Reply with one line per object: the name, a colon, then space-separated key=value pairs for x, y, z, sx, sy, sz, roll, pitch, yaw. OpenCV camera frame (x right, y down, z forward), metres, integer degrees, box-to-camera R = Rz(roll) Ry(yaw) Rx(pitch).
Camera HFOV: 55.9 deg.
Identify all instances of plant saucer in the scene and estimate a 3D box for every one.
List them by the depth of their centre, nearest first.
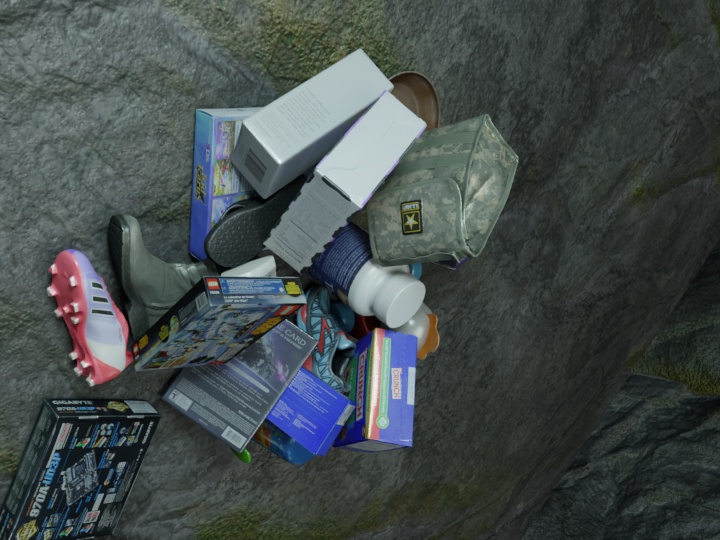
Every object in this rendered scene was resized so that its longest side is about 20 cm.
plant saucer: x=0.052 y=-0.227 z=1.107 sx=0.200 sy=0.037 sz=0.201 roll=-29 pitch=133 yaw=-36

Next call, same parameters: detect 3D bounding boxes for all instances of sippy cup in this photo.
sippy cup: x=-0.123 y=0.249 z=1.130 sx=0.178 sy=0.130 sz=0.140 roll=-55 pitch=143 yaw=-8

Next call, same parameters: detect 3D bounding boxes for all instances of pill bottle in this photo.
pill bottle: x=0.000 y=0.000 z=1.046 sx=0.111 sy=0.200 sz=0.111 roll=-33 pitch=143 yaw=-29

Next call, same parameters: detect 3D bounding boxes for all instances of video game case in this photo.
video game case: x=-0.145 y=-0.123 z=0.937 sx=0.181 sy=0.045 sz=0.200 roll=-16 pitch=124 yaw=-45
video game case: x=-0.177 y=0.147 z=1.010 sx=0.200 sy=0.143 sz=0.019 roll=-55 pitch=-179 yaw=-9

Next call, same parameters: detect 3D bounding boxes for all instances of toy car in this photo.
toy car: x=0.070 y=0.067 z=1.179 sx=0.184 sy=0.200 sz=0.177 roll=-1 pitch=114 yaw=-49

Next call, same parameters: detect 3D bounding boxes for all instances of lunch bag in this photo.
lunch bag: x=0.105 y=-0.098 z=0.943 sx=0.118 sy=0.164 sz=0.200 roll=41 pitch=57 yaw=-36

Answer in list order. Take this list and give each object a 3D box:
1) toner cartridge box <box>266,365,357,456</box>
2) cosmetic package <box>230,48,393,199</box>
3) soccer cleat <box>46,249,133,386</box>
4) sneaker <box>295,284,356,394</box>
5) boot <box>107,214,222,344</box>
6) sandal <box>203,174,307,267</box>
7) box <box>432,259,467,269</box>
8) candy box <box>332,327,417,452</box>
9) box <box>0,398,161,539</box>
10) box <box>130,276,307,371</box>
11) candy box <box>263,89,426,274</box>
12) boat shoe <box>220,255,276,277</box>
toner cartridge box: x=-0.112 y=0.188 z=1.043 sx=0.095 sy=0.200 sz=0.043 roll=-56 pitch=156 yaw=-7
cosmetic package: x=-0.061 y=-0.187 z=0.863 sx=0.200 sy=0.071 sz=0.101 roll=-39 pitch=177 yaw=-27
soccer cleat: x=-0.324 y=0.053 z=0.831 sx=0.076 sy=0.067 sz=0.200 roll=-35 pitch=139 yaw=-43
sneaker: x=-0.047 y=0.117 z=1.110 sx=0.079 sy=0.095 sz=0.200 roll=32 pitch=52 yaw=-59
boot: x=-0.242 y=0.000 z=0.866 sx=0.131 sy=0.068 sz=0.200 roll=-17 pitch=135 yaw=-24
sandal: x=-0.142 y=-0.069 z=0.908 sx=0.200 sy=0.048 sz=0.075 roll=-43 pitch=139 yaw=-43
box: x=0.172 y=-0.123 z=1.226 sx=0.148 sy=0.104 sz=0.200 roll=-30 pitch=137 yaw=-59
candy box: x=0.021 y=0.199 z=1.090 sx=0.077 sy=0.200 sz=0.169 roll=11 pitch=69 yaw=-16
box: x=-0.379 y=0.272 z=0.918 sx=0.159 sy=0.046 sz=0.200 roll=15 pitch=102 yaw=-52
box: x=-0.180 y=0.068 z=0.847 sx=0.137 sy=0.040 sz=0.200 roll=2 pitch=151 yaw=-44
candy box: x=-0.024 y=-0.106 z=0.862 sx=0.168 sy=0.072 sz=0.200 roll=-54 pitch=-174 yaw=-33
boat shoe: x=-0.144 y=0.021 z=0.927 sx=0.072 sy=0.200 sz=0.069 roll=-18 pitch=95 yaw=-8
